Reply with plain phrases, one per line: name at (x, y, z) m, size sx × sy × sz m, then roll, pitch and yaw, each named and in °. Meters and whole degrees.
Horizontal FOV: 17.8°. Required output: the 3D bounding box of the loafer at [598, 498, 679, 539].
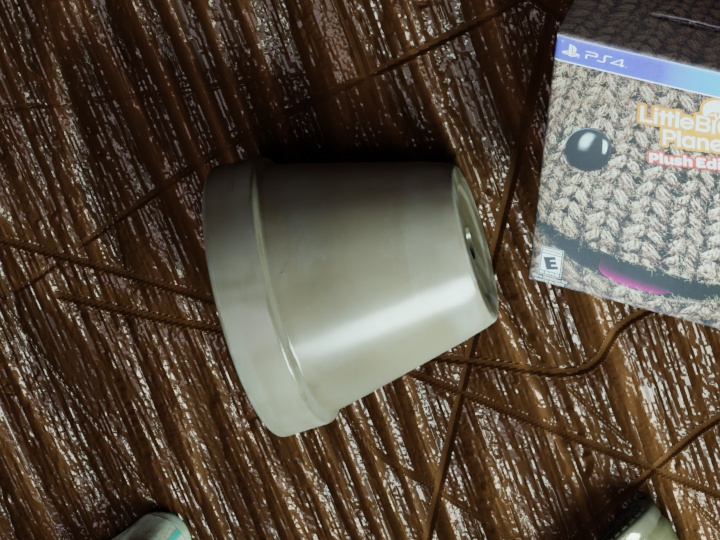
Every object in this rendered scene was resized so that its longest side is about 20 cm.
loafer at (0.180, 0.260, 1.759) m, size 0.067 × 0.076 × 0.200 m, roll 40°, pitch 125°, yaw 4°

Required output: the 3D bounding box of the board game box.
board game box at (0.208, -0.080, 1.526) m, size 0.159 × 0.097 × 0.201 m, roll 14°, pitch 129°, yaw 14°

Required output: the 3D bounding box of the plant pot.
plant pot at (0.000, 0.000, 1.632) m, size 0.173 × 0.200 × 0.201 m, roll -16°, pitch 112°, yaw 11°

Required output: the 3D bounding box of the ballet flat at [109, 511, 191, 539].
ballet flat at (-0.219, 0.267, 1.934) m, size 0.067 × 0.062 × 0.200 m, roll 43°, pitch 125°, yaw -5°
